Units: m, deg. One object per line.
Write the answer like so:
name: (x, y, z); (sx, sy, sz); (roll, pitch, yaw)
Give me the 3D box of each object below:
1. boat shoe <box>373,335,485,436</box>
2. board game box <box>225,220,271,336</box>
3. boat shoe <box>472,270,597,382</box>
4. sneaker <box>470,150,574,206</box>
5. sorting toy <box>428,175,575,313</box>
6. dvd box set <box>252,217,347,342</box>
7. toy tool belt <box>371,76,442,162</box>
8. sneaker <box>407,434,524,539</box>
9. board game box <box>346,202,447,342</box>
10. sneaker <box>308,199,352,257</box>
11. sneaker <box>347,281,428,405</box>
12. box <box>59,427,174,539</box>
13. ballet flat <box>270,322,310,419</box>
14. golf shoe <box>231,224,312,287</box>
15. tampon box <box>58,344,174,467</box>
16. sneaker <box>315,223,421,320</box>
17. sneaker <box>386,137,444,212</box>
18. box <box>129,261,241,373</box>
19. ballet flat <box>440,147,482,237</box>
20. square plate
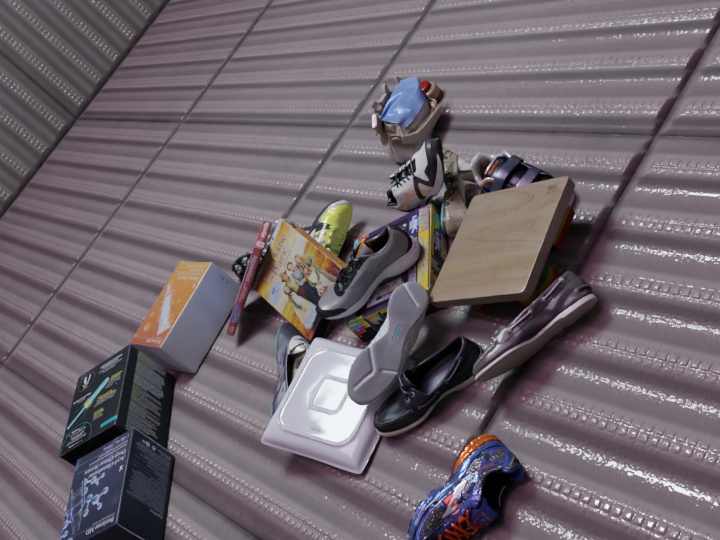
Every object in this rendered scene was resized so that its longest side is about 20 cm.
boat shoe: (0.089, 0.162, 1.453); (0.199, 0.066, 0.075); (-33, 37, 15)
board game box: (-0.208, 0.015, 1.883); (0.103, 0.019, 0.201); (-78, 9, -59)
boat shoe: (0.228, 0.077, 1.381); (0.200, 0.067, 0.057); (-36, 62, 4)
sneaker: (0.244, -0.135, 1.590); (0.079, 0.079, 0.200); (-53, 35, -10)
sorting toy: (0.221, -0.025, 1.491); (0.200, 0.070, 0.199); (-8, 50, 53)
dvd box set: (-0.106, 0.014, 1.777); (0.200, 0.029, 0.147); (39, 112, 42)
toy tool belt: (0.085, -0.310, 1.911); (0.125, 0.123, 0.201); (-11, 46, 42)
sneaker: (0.131, 0.298, 1.266); (0.078, 0.075, 0.200); (22, 74, 52)
board game box: (0.063, 0.003, 1.669); (0.165, 0.057, 0.201); (-24, 39, 28)
sneaker: (-0.061, -0.034, 1.845); (0.076, 0.075, 0.201); (21, 82, 48)
sneaker: (0.049, 0.118, 1.518); (0.070, 0.080, 0.201); (27, 76, 18)
box: (-0.419, 0.402, 1.747); (0.148, 0.107, 0.201); (-30, 37, 23)
ballet flat: (-0.104, 0.166, 1.675); (0.073, 0.073, 0.201); (-24, 45, 31)
golf shoe: (-0.159, -0.027, 1.956); (0.199, 0.077, 0.088); (-20, 21, 32)
tampon box: (-0.452, 0.273, 1.902); (0.150, 0.126, 0.200); (-31, 35, 22)
sneaker: (0.000, 0.000, 1.620); (0.200, 0.079, 0.074); (-41, 35, 10)
sneaker: (0.091, -0.151, 1.684); (0.200, 0.080, 0.074); (107, 166, -60)
box: (-0.342, 0.090, 1.998); (0.124, 0.097, 0.201); (1, 56, 49)
ballet flat: (0.168, -0.138, 1.703); (0.075, 0.068, 0.201); (-12, 48, 11)
square plate: (-0.040, 0.198, 1.558); (0.199, 0.028, 0.199); (10, 59, 36)
